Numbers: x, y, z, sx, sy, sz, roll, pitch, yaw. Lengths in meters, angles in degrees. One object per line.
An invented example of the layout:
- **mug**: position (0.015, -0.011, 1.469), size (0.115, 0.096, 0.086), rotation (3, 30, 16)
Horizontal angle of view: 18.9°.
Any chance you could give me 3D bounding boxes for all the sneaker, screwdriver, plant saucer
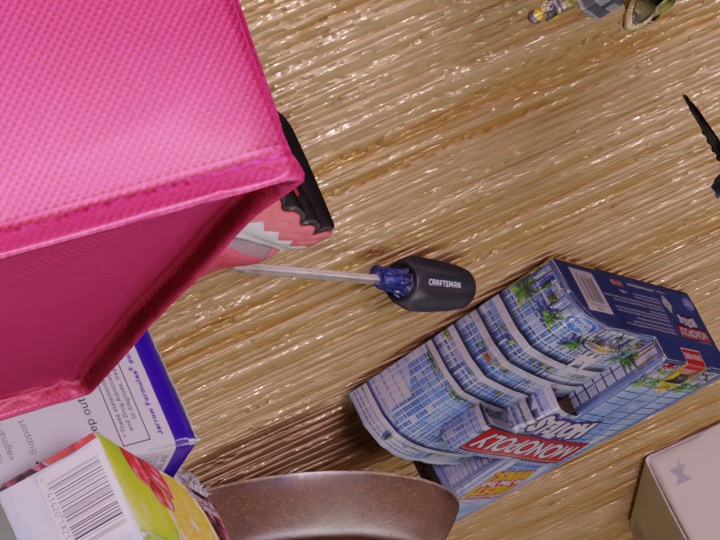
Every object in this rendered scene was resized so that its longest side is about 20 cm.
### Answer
- **sneaker**: position (-0.083, -0.028, 0.825), size (0.086, 0.074, 0.200), rotation (-30, 159, 15)
- **screwdriver**: position (0.000, 0.000, 1.051), size (0.200, 0.028, 0.029), rotation (14, 105, -58)
- **plant saucer**: position (-0.037, 0.167, 1.305), size (0.199, 0.035, 0.200), rotation (-6, 156, -2)

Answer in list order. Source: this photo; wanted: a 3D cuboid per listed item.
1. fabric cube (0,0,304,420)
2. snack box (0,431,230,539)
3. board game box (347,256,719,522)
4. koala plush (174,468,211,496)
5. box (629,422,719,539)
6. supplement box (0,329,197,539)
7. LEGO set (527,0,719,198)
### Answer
- **fabric cube**: position (-0.152, -0.060, 0.439), size (0.199, 0.200, 0.196), rotation (-16, 170, -23)
- **snack box**: position (-0.061, 0.174, 0.864), size (0.053, 0.201, 0.142), rotation (-30, 157, 6)
- **board game box**: position (0.090, 0.079, 1.289), size (0.199, 0.062, 0.200), rotation (-36, 157, 23)
- **koala plush**: position (-0.166, 0.176, 1.100), size (0.199, 0.184, 0.178), rotation (-29, 163, -25)
- **box**: position (0.300, 0.201, 1.745), size (0.127, 0.109, 0.200), rotation (-23, 159, -6)
- **supplement box**: position (-0.187, 0.074, 0.904), size (0.199, 0.104, 0.101), rotation (-15, 157, -31)
- **LEGO set**: position (0.110, -0.100, 0.743), size (0.115, 0.201, 0.154), rotation (-30, 179, 15)
